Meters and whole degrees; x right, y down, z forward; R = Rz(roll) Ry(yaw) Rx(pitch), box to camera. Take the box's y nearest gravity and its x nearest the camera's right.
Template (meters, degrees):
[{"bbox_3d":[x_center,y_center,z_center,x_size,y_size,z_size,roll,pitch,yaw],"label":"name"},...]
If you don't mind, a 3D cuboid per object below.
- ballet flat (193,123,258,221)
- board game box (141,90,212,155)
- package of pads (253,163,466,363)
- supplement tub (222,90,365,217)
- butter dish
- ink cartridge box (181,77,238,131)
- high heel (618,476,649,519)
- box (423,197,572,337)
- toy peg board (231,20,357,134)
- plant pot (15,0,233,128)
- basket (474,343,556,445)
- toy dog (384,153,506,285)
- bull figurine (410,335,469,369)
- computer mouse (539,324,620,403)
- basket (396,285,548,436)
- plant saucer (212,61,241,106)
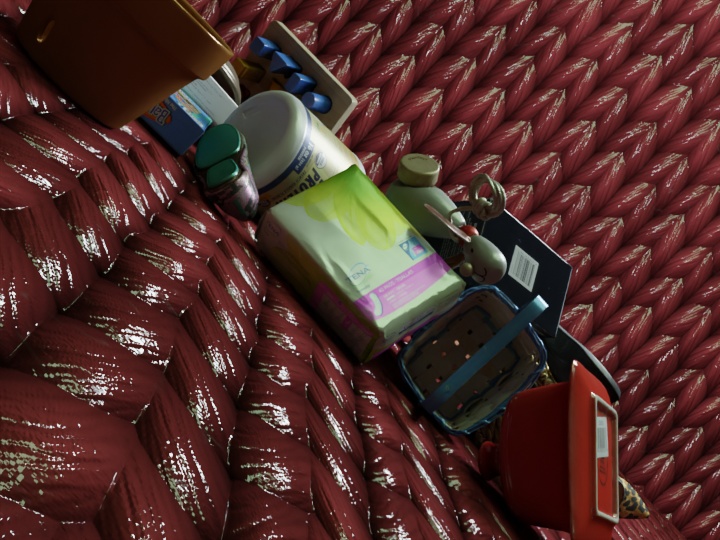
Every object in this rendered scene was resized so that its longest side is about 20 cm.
[{"bbox_3d":[-0.151,-0.106,1.473,0.071,0.069,0.200,63,1,-26],"label":"ballet flat"},{"bbox_3d":[-0.252,-0.214,1.552,0.152,0.045,0.200,44,5,-9],"label":"board game box"},{"bbox_3d":[-0.004,-0.009,1.419,0.154,0.068,0.200,-29,69,-38],"label":"package of pads"},{"bbox_3d":[-0.081,-0.122,1.647,0.200,0.144,0.145,40,7,-44],"label":"supplement tub"},{"bbox_3d":[0.203,0.211,1.420,0.200,0.147,0.201,34,56,-64],"label":"butter dish"},{"bbox_3d":[-0.219,-0.236,1.761,0.200,0.045,0.176,48,-6,-34],"label":"ink cartridge box"},{"bbox_3d":[0.380,0.351,2.031,0.199,0.072,0.143,30,-2,2],"label":"high heel"},{"bbox_3d":[0.135,0.001,1.624,0.181,0.105,0.200,0,-25,43],"label":"box"},{"bbox_3d":[-0.145,-0.245,1.927,0.200,0.199,0.098,47,21,23],"label":"toy peg board"},{"bbox_3d":[-0.243,-0.236,1.264,0.200,0.140,0.200,45,6,-6],"label":"plant pot"},{"bbox_3d":[0.230,0.156,1.691,0.200,0.148,0.144,16,73,-79],"label":"basket"},{"bbox_3d":[0.076,-0.054,1.477,0.200,0.096,0.133,26,-53,54],"label":"toy dog"},{"bbox_3d":[0.115,0.098,1.878,0.200,0.065,0.122,54,24,-39],"label":"bull figurine"},{"bbox_3d":[0.264,0.122,1.653,0.139,0.053,0.200,55,-3,-29],"label":"computer mouse"},{"bbox_3d":[0.132,0.100,1.466,0.139,0.176,0.200,50,-6,7],"label":"basket"},{"bbox_3d":[-0.246,-0.289,1.782,0.199,0.030,0.200,29,-20,12],"label":"plant saucer"}]
